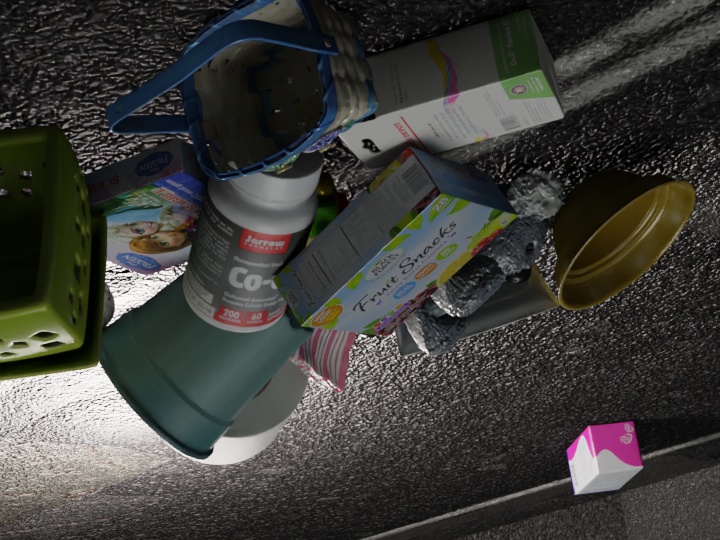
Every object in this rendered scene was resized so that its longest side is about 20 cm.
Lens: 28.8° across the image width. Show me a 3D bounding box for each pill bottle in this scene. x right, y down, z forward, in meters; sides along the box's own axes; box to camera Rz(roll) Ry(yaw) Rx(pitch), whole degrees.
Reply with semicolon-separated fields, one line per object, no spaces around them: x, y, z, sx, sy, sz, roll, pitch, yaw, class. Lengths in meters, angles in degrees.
-0.106;-0.045;1.410;0.113;0.114;0.201;1;133;-22;pill bottle

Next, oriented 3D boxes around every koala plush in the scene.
0.131;-0.039;1.589;0.199;0.185;0.178;-24;163;-22;koala plush

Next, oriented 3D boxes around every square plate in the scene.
0.128;0.027;1.724;0.197;0.029;0.200;-19;-158;2;square plate

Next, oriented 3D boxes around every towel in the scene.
-0.037;0.065;1.777;0.030;0.147;0.200;14;166;20;towel

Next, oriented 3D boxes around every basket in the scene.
-0.090;-0.155;1.168;0.176;0.140;0.199;-24;164;39;basket

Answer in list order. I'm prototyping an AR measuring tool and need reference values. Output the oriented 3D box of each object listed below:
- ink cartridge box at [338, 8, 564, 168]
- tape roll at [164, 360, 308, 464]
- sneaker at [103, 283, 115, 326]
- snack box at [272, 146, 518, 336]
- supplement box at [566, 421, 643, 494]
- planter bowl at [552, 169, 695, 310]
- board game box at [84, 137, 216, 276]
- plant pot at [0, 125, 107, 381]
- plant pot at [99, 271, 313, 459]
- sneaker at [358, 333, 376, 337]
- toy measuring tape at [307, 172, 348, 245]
0.079;-0.165;1.311;0.198;0.068;0.117;-14;160;15;ink cartridge box
-0.177;0.139;1.835;0.201;0.204;0.139;-2;158;-15;tape roll
-0.304;0.026;1.570;0.084;0.073;0.200;35;175;-16;sneaker
0.036;-0.023;1.406;0.200;0.068;0.168;-44;154;20;snack box
0.502;0.388;2.898;0.102;0.102;0.200;-6;160;-6;supplement box
0.282;-0.054;1.617;0.200;0.084;0.201;-30;152;-18;planter bowl
-0.215;-0.062;1.510;0.198;0.041;0.200;-18;157;25;board game box
-0.350;0.001;1.361;0.197;0.201;0.182;-8;151;10;plant pot
-0.172;0.080;1.631;0.196;0.201;0.200;-41;152;8;plant pot
-0.014;0.027;1.570;0.104;0.060;0.201;-38;154;-31;sneaker
-0.052;-0.040;1.559;0.073;0.074;0.201;-3;140;-12;toy measuring tape
